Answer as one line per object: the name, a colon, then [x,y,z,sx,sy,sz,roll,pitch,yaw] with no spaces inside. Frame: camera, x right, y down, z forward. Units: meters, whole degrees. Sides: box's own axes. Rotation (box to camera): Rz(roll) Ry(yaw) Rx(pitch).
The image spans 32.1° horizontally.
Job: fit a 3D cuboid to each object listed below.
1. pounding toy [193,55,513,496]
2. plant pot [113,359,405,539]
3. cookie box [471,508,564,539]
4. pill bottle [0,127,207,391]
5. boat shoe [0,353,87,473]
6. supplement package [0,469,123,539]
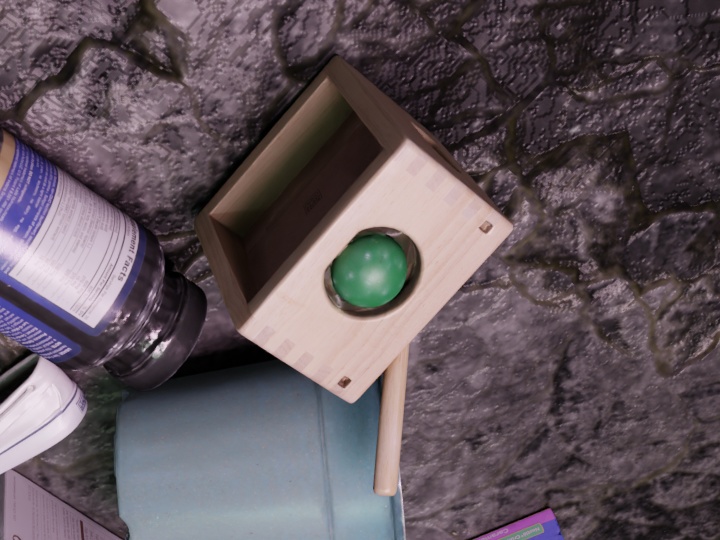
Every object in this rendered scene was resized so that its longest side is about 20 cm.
pounding toy: [0.000,0.000,0.820,0.142,0.200,0.184,35,102,-31]
plant pot: [-0.073,0.150,0.929,0.196,0.200,0.200,-5,124,-2]
cookie box: [0.133,0.339,1.170,0.171,0.075,0.200,-21,126,0]
pill bottle: [-0.202,-0.003,0.827,0.112,0.112,0.200,-43,124,14]
boat shoe: [-0.301,0.126,0.919,0.200,0.074,0.065,-33,121,-5]
supplement package: [-0.245,0.273,0.996,0.117,0.117,0.200,-39,124,11]
